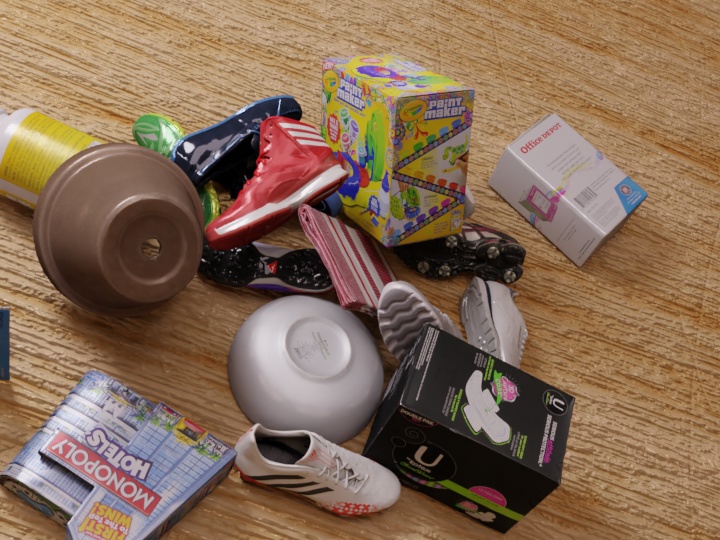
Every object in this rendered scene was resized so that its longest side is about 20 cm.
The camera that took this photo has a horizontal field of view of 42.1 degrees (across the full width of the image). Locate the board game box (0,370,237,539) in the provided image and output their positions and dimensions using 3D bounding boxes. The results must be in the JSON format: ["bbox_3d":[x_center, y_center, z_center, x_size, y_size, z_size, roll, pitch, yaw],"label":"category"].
[{"bbox_3d":[-0.263,0.224,0.970,0.198,0.062,0.201,31,50,3],"label":"board game box"}]

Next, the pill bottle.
[{"bbox_3d":[-0.388,-0.130,1.150,0.197,0.112,0.112,24,50,-3],"label":"pill bottle"}]

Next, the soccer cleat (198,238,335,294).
[{"bbox_3d":[-0.121,-0.002,1.199,0.196,0.073,0.070,7,76,5],"label":"soccer cleat"}]

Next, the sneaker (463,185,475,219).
[{"bbox_3d":[0.110,-0.147,1.364,0.079,0.071,0.201,-10,44,-37],"label":"sneaker"}]

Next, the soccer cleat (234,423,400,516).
[{"bbox_3d":[-0.044,0.219,1.041,0.196,0.086,0.070,17,50,-8],"label":"soccer cleat"}]

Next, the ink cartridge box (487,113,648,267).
[{"bbox_3d":[0.316,-0.127,1.435,0.200,0.085,0.144,45,52,13],"label":"ink cartridge box"}]

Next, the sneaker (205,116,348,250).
[{"bbox_3d":[-0.122,-0.113,1.154,0.198,0.078,0.117,-29,83,-24],"label":"sneaker"}]

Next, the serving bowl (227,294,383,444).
[{"bbox_3d":[-0.059,0.108,1.131,0.196,0.066,0.203,10,53,-13],"label":"serving bowl"}]

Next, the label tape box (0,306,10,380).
[{"bbox_3d":[-0.460,0.039,0.976,0.196,0.144,0.067,11,52,-13],"label":"label tape box"}]

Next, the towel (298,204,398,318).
[{"bbox_3d":[0.000,0.000,1.185,0.199,0.023,0.146,23,36,-61],"label":"towel"}]

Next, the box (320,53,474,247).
[{"bbox_3d":[0.042,-0.166,1.242,0.120,0.196,0.200,-11,28,-27],"label":"box"}]

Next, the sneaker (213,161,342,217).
[{"bbox_3d":[-0.124,-0.110,1.269,0.197,0.071,0.078,27,52,9],"label":"sneaker"}]

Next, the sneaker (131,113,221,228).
[{"bbox_3d":[-0.253,-0.127,1.224,0.083,0.074,0.201,-18,63,-35],"label":"sneaker"}]

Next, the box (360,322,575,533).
[{"bbox_3d":[0.124,0.186,1.087,0.197,0.149,0.125,26,49,-2],"label":"box"}]

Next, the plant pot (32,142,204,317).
[{"bbox_3d":[-0.253,-0.036,1.037,0.196,0.205,0.174,-5,12,-25],"label":"plant pot"}]

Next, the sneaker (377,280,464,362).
[{"bbox_3d":[0.081,0.081,1.166,0.201,0.074,0.083,54,20,-33],"label":"sneaker"}]

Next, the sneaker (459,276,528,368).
[{"bbox_3d":[0.186,0.098,1.231,0.079,0.077,0.203,15,52,-22],"label":"sneaker"}]

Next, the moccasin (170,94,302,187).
[{"bbox_3d":[-0.151,-0.159,1.215,0.198,0.081,0.068,-33,68,-24],"label":"moccasin"}]

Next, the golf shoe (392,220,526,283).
[{"bbox_3d":[0.134,-0.033,1.318,0.196,0.078,0.088,13,25,-7],"label":"golf shoe"}]
